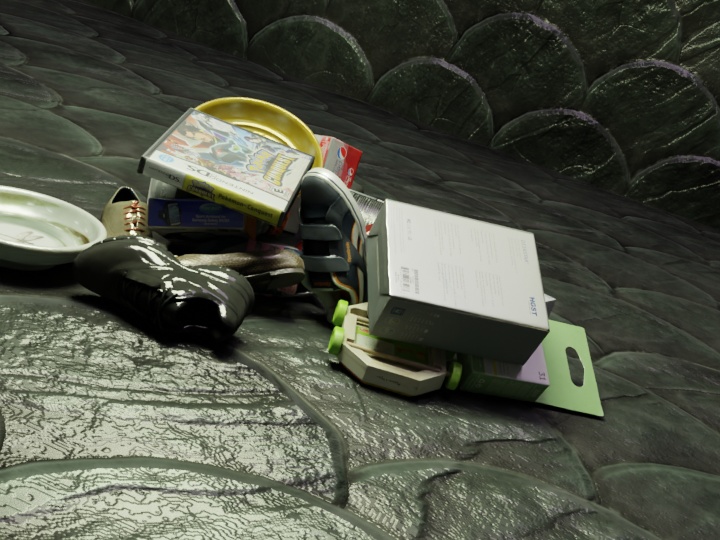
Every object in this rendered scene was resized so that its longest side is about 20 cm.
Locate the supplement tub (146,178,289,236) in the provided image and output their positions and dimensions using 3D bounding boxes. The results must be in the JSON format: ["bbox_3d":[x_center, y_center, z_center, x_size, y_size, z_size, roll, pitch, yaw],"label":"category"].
[{"bbox_3d":[-0.205,-0.119,1.479,0.199,0.123,0.123,14,17,-17],"label":"supplement tub"}]

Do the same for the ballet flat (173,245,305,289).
[{"bbox_3d":[-0.162,-0.004,1.202,0.199,0.067,0.047,-4,65,-23],"label":"ballet flat"}]

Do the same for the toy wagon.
[{"bbox_3d":[0.042,0.080,1.208,0.154,0.040,0.200,17,24,-5],"label":"toy wagon"}]

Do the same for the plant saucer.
[{"bbox_3d":[-0.398,-0.043,1.161,0.199,0.050,0.200,17,16,-5],"label":"plant saucer"}]

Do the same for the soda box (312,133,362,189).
[{"bbox_3d":[-0.093,-0.174,1.540,0.200,0.064,0.070,17,-3,46],"label":"soda box"}]

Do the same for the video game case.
[{"bbox_3d":[-0.160,-0.134,1.253,0.180,0.026,0.200,21,27,-2],"label":"video game case"}]

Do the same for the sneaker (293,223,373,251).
[{"bbox_3d":[0.000,0.000,1.374,0.199,0.116,0.078,-5,27,38],"label":"sneaker"}]

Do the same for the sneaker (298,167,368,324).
[{"bbox_3d":[-0.036,-0.025,1.251,0.078,0.201,0.079,2,32,41],"label":"sneaker"}]

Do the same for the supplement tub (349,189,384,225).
[{"bbox_3d":[0.046,-0.033,1.470,0.199,0.123,0.123,21,17,5],"label":"supplement tub"}]

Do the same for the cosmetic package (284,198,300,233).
[{"bbox_3d":[-0.188,-0.129,1.618,0.199,0.074,0.102,17,16,-11],"label":"cosmetic package"}]

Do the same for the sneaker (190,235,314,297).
[{"bbox_3d":[-0.123,0.001,1.275,0.199,0.070,0.082,-2,24,-45],"label":"sneaker"}]

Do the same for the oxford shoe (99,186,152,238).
[{"bbox_3d":[-0.291,-0.048,1.245,0.070,0.075,0.200,9,19,-28],"label":"oxford shoe"}]

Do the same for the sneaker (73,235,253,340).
[{"bbox_3d":[-0.217,0.021,1.092,0.199,0.076,0.091,13,27,-2],"label":"sneaker"}]

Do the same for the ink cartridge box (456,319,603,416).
[{"bbox_3d":[0.215,0.097,1.258,0.199,0.048,0.146,11,48,-15],"label":"ink cartridge box"}]

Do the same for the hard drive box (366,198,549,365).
[{"bbox_3d":[0.112,0.014,1.196,0.199,0.077,0.156,12,47,-14],"label":"hard drive box"}]

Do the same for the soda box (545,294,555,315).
[{"bbox_3d":[0.199,0.066,1.411,0.064,0.068,0.200,28,19,29],"label":"soda box"}]

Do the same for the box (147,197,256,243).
[{"bbox_3d":[-0.199,-0.062,1.283,0.118,0.042,0.200,1,-3,-1],"label":"box"}]

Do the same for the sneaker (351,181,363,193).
[{"bbox_3d":[-0.031,-0.101,1.723,0.091,0.076,0.200,32,26,10],"label":"sneaker"}]

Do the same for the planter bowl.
[{"bbox_3d":[-0.157,-0.139,1.375,0.199,0.084,0.201,10,50,-12],"label":"planter bowl"}]
